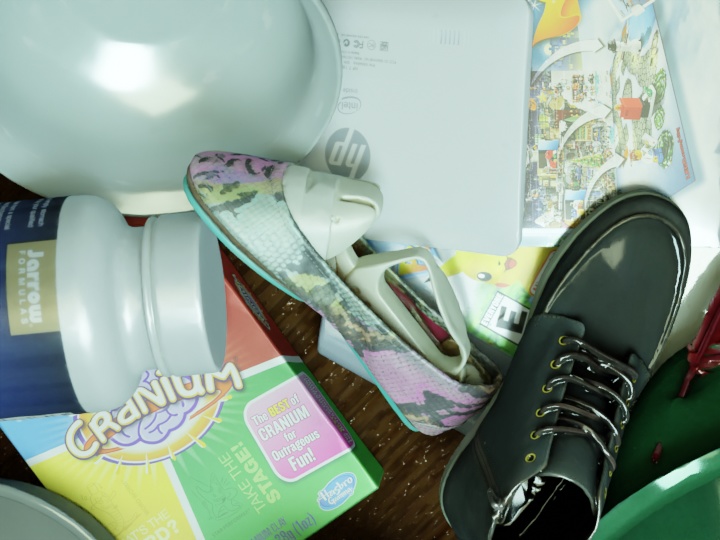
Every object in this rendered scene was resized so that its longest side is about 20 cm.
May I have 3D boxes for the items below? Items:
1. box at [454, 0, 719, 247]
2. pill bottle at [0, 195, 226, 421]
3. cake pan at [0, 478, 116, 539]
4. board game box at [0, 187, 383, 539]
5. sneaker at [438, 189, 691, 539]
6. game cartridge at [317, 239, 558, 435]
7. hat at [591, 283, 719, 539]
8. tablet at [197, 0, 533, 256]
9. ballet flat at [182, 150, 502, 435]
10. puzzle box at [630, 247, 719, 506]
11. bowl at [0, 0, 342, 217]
[{"bbox_3d":[0.115,-0.112,1.088,0.136,0.038,0.201,1,97,4],"label":"box"},{"bbox_3d":[-0.172,0.020,1.084,0.199,0.111,0.112,-6,98,5],"label":"pill bottle"},{"bbox_3d":[-0.197,0.200,1.168,0.199,0.037,0.201,5,109,15],"label":"cake pan"},{"bbox_3d":[-0.106,0.077,1.164,0.153,0.040,0.200,-36,94,8],"label":"board game box"},{"bbox_3d":[0.113,0.059,1.036,0.075,0.106,0.201,26,95,-12],"label":"sneaker"},{"bbox_3d":[0.064,-0.020,1.141,0.133,0.040,0.201,29,99,3],"label":"game cartridge"},{"bbox_3d":[0.164,0.048,1.109,0.199,0.166,0.177,-16,63,-14],"label":"hat"},{"bbox_3d":[-0.003,-0.081,1.102,0.199,0.014,0.131,8,100,32],"label":"tablet"},{"bbox_3d":[0.000,0.000,1.081,0.071,0.069,0.200,-33,109,29],"label":"ballet flat"},{"bbox_3d":[0.205,0.043,1.144,0.133,0.025,0.201,19,99,1],"label":"puzzle box"},{"bbox_3d":[-0.110,-0.127,1.074,0.200,0.091,0.202,-2,138,-1],"label":"bowl"}]
